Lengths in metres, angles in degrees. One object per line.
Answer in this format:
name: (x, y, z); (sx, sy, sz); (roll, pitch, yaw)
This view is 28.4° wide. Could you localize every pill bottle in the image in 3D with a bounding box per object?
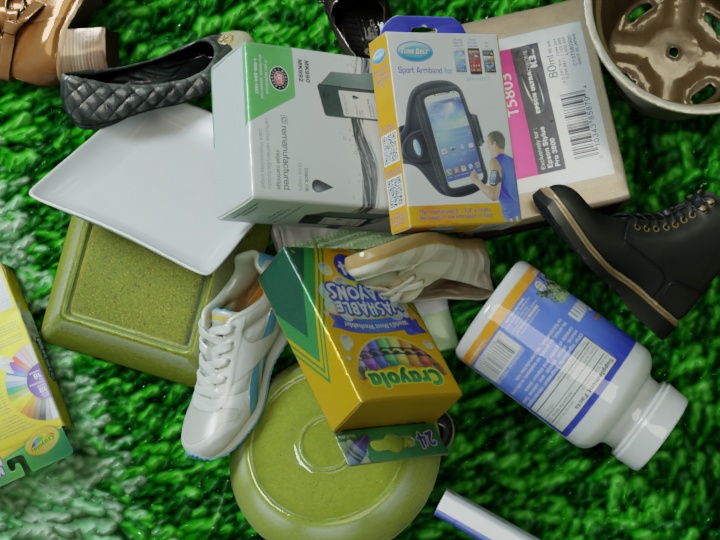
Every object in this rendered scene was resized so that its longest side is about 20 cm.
pill bottle: (0.196, 0.091, 1.309); (0.200, 0.112, 0.112); (36, 87, 7)

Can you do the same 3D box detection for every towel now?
towel: (0.000, 0.000, 1.375); (0.148, 0.031, 0.201); (-18, 83, 3)

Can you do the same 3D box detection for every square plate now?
square plate: (-0.172, -0.082, 1.336); (0.197, 0.029, 0.200); (24, 45, 17)

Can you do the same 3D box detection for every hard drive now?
hard drive: (0.159, 0.257, 1.282); (0.199, 0.132, 0.025); (29, 85, 7)

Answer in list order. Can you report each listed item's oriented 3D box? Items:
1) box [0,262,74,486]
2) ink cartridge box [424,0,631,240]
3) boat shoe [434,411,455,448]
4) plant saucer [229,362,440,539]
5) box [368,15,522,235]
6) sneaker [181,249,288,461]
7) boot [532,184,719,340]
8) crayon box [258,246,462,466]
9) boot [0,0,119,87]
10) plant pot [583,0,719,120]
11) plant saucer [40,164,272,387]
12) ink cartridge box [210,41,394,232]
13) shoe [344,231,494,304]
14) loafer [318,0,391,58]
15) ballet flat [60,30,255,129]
box: (-0.358, 0.107, 1.382); (0.117, 0.048, 0.201); (-23, 80, 1)
ink cartridge box: (0.154, -0.141, 1.358); (0.164, 0.075, 0.201); (-13, 84, 2)
boat shoe: (-0.003, 0.183, 1.336); (0.200, 0.066, 0.072); (-28, 83, 1)
plant saucer: (-0.027, 0.162, 1.299); (0.199, 0.031, 0.201); (-5, 63, 10)
box: (0.075, -0.135, 1.280); (0.118, 0.041, 0.201); (-4, 85, -27)
sneaker: (-0.121, 0.078, 1.315); (0.076, 0.081, 0.201); (8, 69, 42)
boot: (0.262, -0.047, 1.300); (0.138, 0.078, 0.200); (-44, 122, 8)
crayon box: (0.006, 0.071, 1.265); (0.052, 0.125, 0.201); (-48, 57, 35)
boot: (-0.318, -0.282, 1.418); (0.154, 0.077, 0.201); (0, 91, 8)
plant pot: (0.297, -0.220, 1.300); (0.199, 0.184, 0.202); (-1, 83, 4)
plant saucer: (-0.201, -0.002, 1.367); (0.199, 0.048, 0.201); (16, 90, 9)
ink cartridge box: (-0.028, -0.118, 1.295); (0.199, 0.084, 0.147); (2, 76, -29)
shoe: (0.061, 0.001, 1.282); (0.070, 0.200, 0.054); (-24, 76, 35)
loafer: (-0.005, -0.270, 1.385); (0.073, 0.071, 0.201); (-23, 83, 1)
ballet flat: (-0.192, -0.192, 1.377); (0.199, 0.057, 0.066); (-24, 39, -16)
